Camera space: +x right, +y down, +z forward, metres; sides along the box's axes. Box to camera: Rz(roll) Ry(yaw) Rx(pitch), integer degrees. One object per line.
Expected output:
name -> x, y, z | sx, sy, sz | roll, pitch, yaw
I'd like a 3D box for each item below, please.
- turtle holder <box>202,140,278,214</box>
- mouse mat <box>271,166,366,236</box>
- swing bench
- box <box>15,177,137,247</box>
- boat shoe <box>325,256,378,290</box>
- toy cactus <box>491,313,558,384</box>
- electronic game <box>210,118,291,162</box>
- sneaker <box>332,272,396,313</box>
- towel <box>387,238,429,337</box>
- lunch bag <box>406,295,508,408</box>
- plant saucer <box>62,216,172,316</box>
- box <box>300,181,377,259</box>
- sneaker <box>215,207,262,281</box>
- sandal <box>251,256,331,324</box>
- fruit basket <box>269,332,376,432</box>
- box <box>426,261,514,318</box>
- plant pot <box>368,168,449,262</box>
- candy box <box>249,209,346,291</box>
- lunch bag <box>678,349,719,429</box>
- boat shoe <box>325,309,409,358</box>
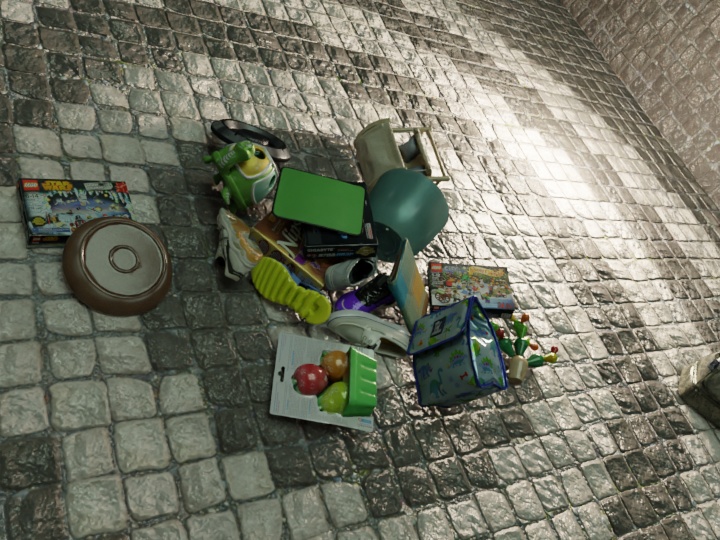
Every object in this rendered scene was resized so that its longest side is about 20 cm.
turtle holder -> -0.256, -0.221, 1.471 | 0.132, 0.186, 0.141 | -27, 48, -7
mouse mat -> -0.086, -0.152, 1.485 | 0.199, 0.008, 0.161 | 14, 48, -10
swing bench -> 0.105, -0.294, 1.834 | 0.200, 0.130, 0.199 | 7, 51, -30
box -> -0.534, -0.110, 1.297 | 0.200, 0.040, 0.137 | -4, 56, -37
boat shoe -> 0.000, -0.001, 1.504 | 0.201, 0.071, 0.070 | -31, 117, -57
toy cactus -> 0.394, 0.196, 1.649 | 0.200, 0.102, 0.165 | 34, 51, -18
electronic game -> -0.257, -0.306, 1.617 | 0.200, 0.042, 0.200 | 23, 19, -9
sneaker -> 0.026, 0.047, 1.503 | 0.200, 0.100, 0.070 | -21, 65, -44
towel -> 0.109, 0.050, 1.522 | 0.147, 0.022, 0.200 | -70, 147, -43
lunch bag -> 0.194, 0.170, 1.427 | 0.127, 0.170, 0.201 | 14, 59, -41
plant saucer -> -0.437, -0.015, 1.254 | 0.200, 0.034, 0.201 | 16, 60, -30
box -> -0.053, -0.113, 1.510 | 0.158, 0.046, 0.200 | -1, 49, -9
sneaker -> -0.272, -0.055, 1.410 | 0.076, 0.088, 0.200 | 33, 15, -37
sandal -> -0.142, 0.044, 1.424 | 0.200, 0.080, 0.087 | 38, 5, 10
fruit basket -> -0.070, 0.216, 1.320 | 0.199, 0.094, 0.186 | 8, 48, -9
box -> 0.264, 0.047, 1.662 | 0.199, 0.038, 0.137 | 3, 49, -4
plant pot -> 0.087, -0.115, 1.625 | 0.200, 0.201, 0.161 | 38, 53, -1
candy box -> -0.141, -0.044, 1.501 | 0.200, 0.056, 0.117 | 38, 42, 1
lunch bag -> 1.012, 0.325, 1.896 | 0.200, 0.168, 0.139 | 40, 42, 2
boat shoe -> 0.019, 0.142, 1.445 | 0.200, 0.071, 0.070 | 21, 42, -28
